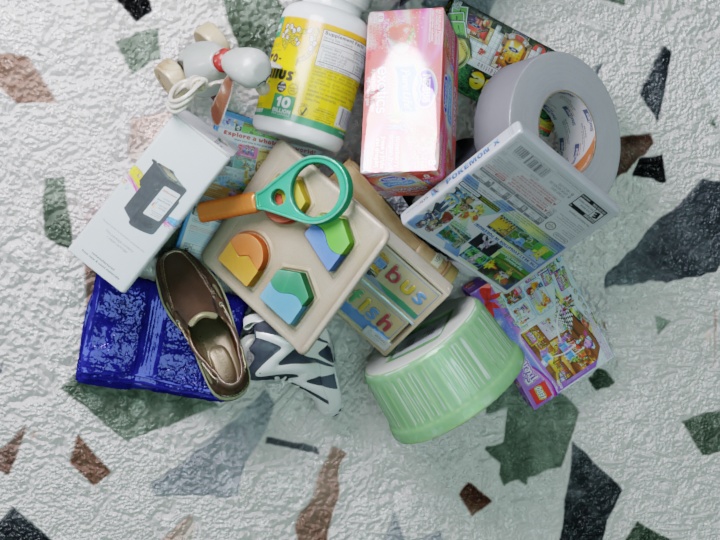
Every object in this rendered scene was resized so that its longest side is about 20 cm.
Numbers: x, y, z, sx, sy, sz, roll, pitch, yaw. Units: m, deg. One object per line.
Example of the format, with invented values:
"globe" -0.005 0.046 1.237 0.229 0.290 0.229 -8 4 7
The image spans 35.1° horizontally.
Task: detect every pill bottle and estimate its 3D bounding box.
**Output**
"pill bottle" -0.051 -0.251 1.361 0.112 0.113 0.201 15 92 -16

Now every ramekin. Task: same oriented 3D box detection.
"ramekin" 0.100 0.121 1.452 0.200 0.200 0.098 -35 101 -3

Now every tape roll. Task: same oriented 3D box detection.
"tape roll" 0.234 -0.166 1.412 0.199 0.066 0.202 4 84 -37

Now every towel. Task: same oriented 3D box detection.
"towel" -0.249 0.088 1.433 0.199 0.050 0.149 10 101 -16

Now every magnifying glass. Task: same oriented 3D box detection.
"magnifying glass" -0.102 -0.085 1.336 0.199 0.022 0.080 -9 87 24

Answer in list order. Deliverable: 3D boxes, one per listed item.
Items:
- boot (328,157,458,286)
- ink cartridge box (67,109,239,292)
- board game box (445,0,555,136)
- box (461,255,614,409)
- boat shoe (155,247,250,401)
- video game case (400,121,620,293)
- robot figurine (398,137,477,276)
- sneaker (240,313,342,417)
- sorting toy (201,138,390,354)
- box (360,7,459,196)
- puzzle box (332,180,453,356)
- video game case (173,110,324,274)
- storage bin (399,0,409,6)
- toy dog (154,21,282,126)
"boot" 0.005 -0.024 1.449 0.200 0.066 0.175 43 124 -7
"ink cartridge box" -0.238 -0.087 1.334 0.083 0.146 0.200 38 96 -8
"board game box" 0.181 -0.261 1.468 0.199 0.023 0.105 23 99 -17
"box" 0.243 0.071 1.552 0.136 0.039 0.201 -32 108 -5
"boat shoe" -0.186 0.057 1.372 0.074 0.075 0.203 -28 80 -13
"video game case" 0.178 -0.068 1.341 0.182 0.022 0.200 -38 131 26
"robot figurine" 0.130 -0.087 1.446 0.200 0.150 0.125 54 46 -18
"sneaker" -0.097 0.118 1.451 0.129 0.080 0.200 -10 137 1
"sorting toy" -0.085 -0.030 1.356 0.200 0.036 0.185 42 106 22
"box" 0.060 -0.197 1.345 0.094 0.103 0.201 -1 77 16
"puzzle box" 0.000 0.000 1.409 0.200 0.025 0.133 41 122 -4
"video game case" -0.141 -0.086 1.434 0.142 0.018 0.201 17 99 -16
"storage bin" 0.103 -0.430 1.356 0.199 0.146 0.135 -33 98 -4
"toy dog" -0.157 -0.216 1.312 0.132 0.200 0.096 -34 122 2
